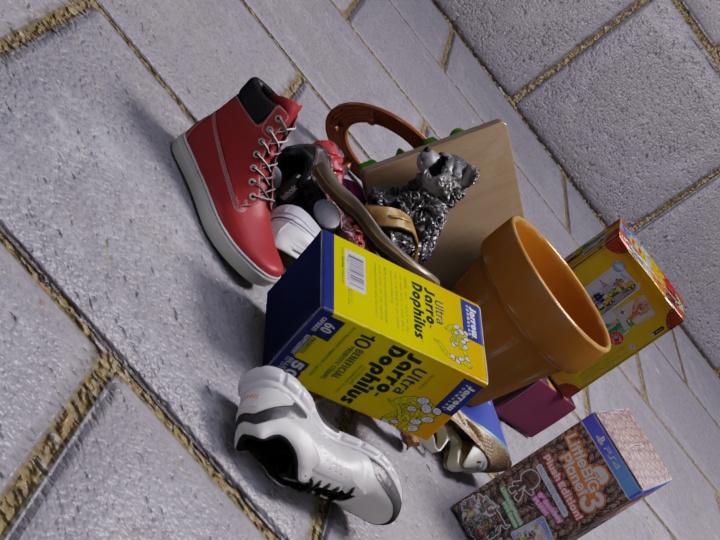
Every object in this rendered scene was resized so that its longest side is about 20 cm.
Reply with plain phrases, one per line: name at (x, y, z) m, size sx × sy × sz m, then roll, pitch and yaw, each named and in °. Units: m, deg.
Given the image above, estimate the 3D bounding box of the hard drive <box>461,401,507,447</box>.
hard drive at (0.107, 0.142, 1.573) m, size 0.200 × 0.025 × 0.133 m, roll 40°, pitch 23°, yaw -38°

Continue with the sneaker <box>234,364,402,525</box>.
sneaker at (-0.041, 0.175, 1.108) m, size 0.200 × 0.073 × 0.081 m, roll 41°, pitch 36°, yaw -23°

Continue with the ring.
ring at (0.034, -0.155, 1.727) m, size 0.200 × 0.199 × 0.019 m, roll 46°, pitch 64°, yaw -24°

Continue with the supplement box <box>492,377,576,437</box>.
supplement box at (0.216, 0.121, 1.784) m, size 0.110 × 0.085 × 0.201 m, roll 36°, pitch 26°, yaw -44°

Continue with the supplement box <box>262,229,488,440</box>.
supplement box at (0.015, 0.067, 1.244) m, size 0.198 × 0.109 × 0.110 m, roll 25°, pitch 39°, yaw -24°

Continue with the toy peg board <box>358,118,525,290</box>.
toy peg board at (0.101, -0.081, 1.627) m, size 0.098 × 0.198 × 0.201 m, roll -133°, pitch -155°, yaw -62°

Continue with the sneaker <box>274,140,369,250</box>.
sneaker at (-0.052, -0.066, 1.483) m, size 0.097 × 0.071 × 0.203 m, roll 5°, pitch 61°, yaw -43°

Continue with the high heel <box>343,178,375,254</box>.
high heel at (0.001, -0.053, 1.580) m, size 0.096 × 0.067 × 0.201 m, roll 24°, pitch 30°, yaw -38°

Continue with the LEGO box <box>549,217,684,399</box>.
LEGO box at (0.315, 0.053, 1.697) m, size 0.149 × 0.199 × 0.077 m, roll 51°, pitch 20°, yaw -6°

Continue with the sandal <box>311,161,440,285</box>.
sandal at (0.025, -0.056, 1.421) m, size 0.200 × 0.054 × 0.080 m, roll 48°, pitch -1°, yaw 5°

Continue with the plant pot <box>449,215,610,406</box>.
plant pot at (0.179, 0.067, 1.550) m, size 0.200 × 0.183 × 0.201 m, roll 46°, pitch 19°, yaw -21°

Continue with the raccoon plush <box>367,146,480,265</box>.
raccoon plush at (0.089, -0.051, 1.528) m, size 0.097 × 0.132 × 0.202 m, roll -124°, pitch -163°, yaw -55°

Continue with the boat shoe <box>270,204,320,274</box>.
boat shoe at (-0.041, 0.017, 1.389) m, size 0.200 × 0.073 × 0.067 m, roll 44°, pitch 48°, yaw -25°

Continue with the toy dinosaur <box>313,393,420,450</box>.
toy dinosaur at (0.011, 0.125, 1.314) m, size 0.199 × 0.060 × 0.107 m, roll 36°, pitch 27°, yaw -44°

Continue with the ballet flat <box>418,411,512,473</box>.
ballet flat at (0.100, 0.192, 1.438) m, size 0.200 × 0.070 × 0.066 m, roll 43°, pitch 48°, yaw -25°

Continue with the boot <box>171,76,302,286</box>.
boot at (-0.101, -0.097, 1.294) m, size 0.072 × 0.144 × 0.202 m, roll 17°, pitch 42°, yaw -62°

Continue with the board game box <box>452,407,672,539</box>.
board game box at (0.230, 0.251, 1.410) m, size 0.098 × 0.199 × 0.159 m, roll 59°, pitch 20°, yaw 17°

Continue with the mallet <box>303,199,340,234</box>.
mallet at (0.000, 0.000, 1.430) m, size 0.200 × 0.066 × 0.041 m, roll 44°, pitch 51°, yaw -20°
